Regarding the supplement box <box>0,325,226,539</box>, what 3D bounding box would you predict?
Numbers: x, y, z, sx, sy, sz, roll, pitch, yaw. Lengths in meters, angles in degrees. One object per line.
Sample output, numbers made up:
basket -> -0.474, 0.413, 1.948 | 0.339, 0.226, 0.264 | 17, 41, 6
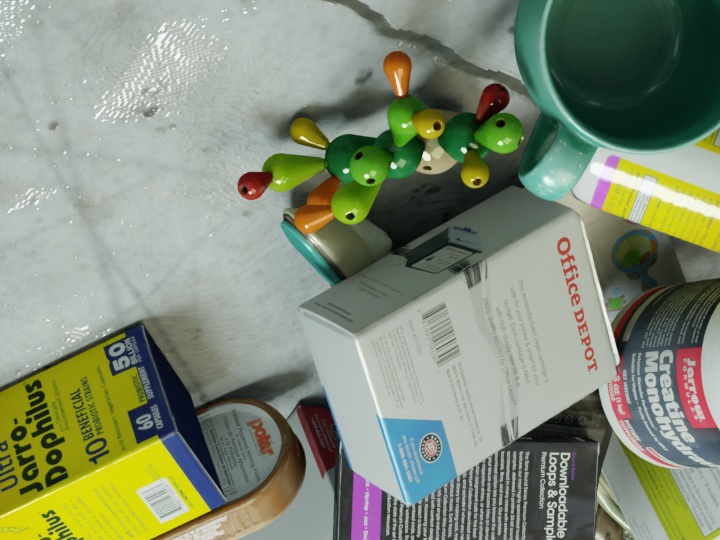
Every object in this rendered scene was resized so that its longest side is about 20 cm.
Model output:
supplement box -> -0.219, 0.148, 1.678 | 0.199, 0.109, 0.110 | -26, 141, 2

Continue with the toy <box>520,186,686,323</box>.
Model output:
toy -> 0.181, -0.005, 1.737 | 0.115, 0.047, 0.201 | -26, 119, 0

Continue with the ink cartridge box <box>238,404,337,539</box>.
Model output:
ink cartridge box -> 0.022, 0.216, 1.841 | 0.199, 0.146, 0.145 | 9, 129, -34

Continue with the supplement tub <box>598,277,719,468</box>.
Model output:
supplement tub -> 0.279, 0.074, 1.647 | 0.140, 0.141, 0.200 | 2, 174, -28

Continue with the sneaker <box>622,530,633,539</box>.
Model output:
sneaker -> 0.255, 0.249, 2.063 | 0.070, 0.076, 0.200 | 5, 136, 37

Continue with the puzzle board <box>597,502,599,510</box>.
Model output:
puzzle board -> 0.125, 0.247, 2.001 | 0.150, 0.017, 0.200 | 18, 126, -19

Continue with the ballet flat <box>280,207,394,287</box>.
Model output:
ballet flat -> 0.000, 0.000, 1.668 | 0.069, 0.070, 0.200 | -26, 142, 3

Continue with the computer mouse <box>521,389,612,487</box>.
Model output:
computer mouse -> 0.135, 0.157, 1.750 | 0.138, 0.053, 0.201 | 13, 94, -9

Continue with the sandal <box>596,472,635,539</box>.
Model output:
sandal -> 0.215, 0.213, 1.926 | 0.057, 0.201, 0.080 | -36, -178, 13

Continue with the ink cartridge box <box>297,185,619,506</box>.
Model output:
ink cartridge box -> 0.073, 0.051, 1.626 | 0.200, 0.086, 0.147 | -30, 118, -24

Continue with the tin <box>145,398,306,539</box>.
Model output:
tin -> -0.139, 0.169, 1.738 | 0.199, 0.112, 0.042 | -25, 140, 0

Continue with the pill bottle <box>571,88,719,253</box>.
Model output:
pill bottle -> 0.258, -0.067, 1.609 | 0.199, 0.104, 0.105 | 21, 133, 5

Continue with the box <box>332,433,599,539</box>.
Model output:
box -> 0.078, 0.196, 1.701 | 0.199, 0.036, 0.144 | 2, 95, -7

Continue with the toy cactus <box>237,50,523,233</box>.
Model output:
toy cactus -> 0.027, -0.090, 1.543 | 0.199, 0.103, 0.165 | -21, -179, 29

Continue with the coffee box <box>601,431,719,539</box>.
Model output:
coffee box -> 0.327, 0.159, 1.884 | 0.197, 0.200, 0.200 | -36, 139, 14

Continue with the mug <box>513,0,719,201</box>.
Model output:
mug -> 0.165, -0.150, 1.508 | 0.184, 0.114, 0.153 | -24, 101, -5
